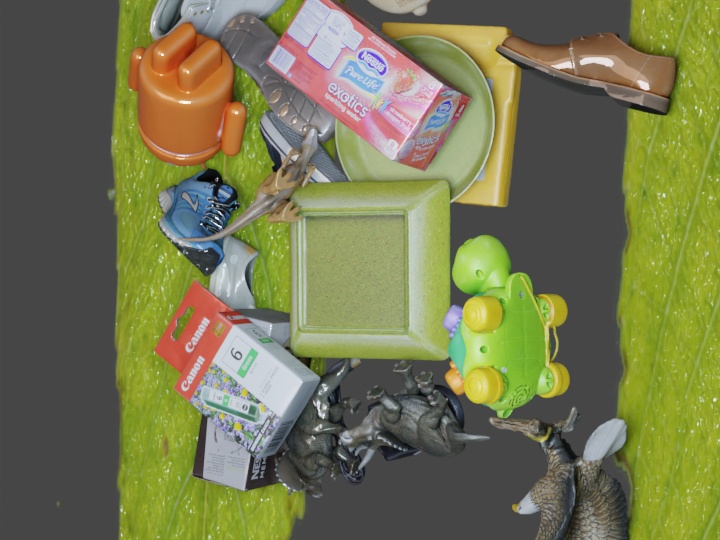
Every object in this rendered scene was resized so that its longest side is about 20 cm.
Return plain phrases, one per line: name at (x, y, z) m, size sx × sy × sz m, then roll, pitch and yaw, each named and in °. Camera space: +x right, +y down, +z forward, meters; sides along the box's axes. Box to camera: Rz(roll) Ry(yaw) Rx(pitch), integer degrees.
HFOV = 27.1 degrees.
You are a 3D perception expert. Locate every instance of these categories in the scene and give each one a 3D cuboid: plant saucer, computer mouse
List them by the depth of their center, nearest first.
plant saucer at (0.000, 0.000, 1.669) m, size 0.199 × 0.048 × 0.201 m, roll 0°, pitch 91°, yaw 24°
plant saucer at (0.065, -0.163, 1.686) m, size 0.199 × 0.031 × 0.202 m, roll 0°, pitch 89°, yaw 28°
computer mouse at (0.037, 0.153, 1.728) m, size 0.199 × 0.046 × 0.141 m, roll -29°, pitch 81°, yaw 37°

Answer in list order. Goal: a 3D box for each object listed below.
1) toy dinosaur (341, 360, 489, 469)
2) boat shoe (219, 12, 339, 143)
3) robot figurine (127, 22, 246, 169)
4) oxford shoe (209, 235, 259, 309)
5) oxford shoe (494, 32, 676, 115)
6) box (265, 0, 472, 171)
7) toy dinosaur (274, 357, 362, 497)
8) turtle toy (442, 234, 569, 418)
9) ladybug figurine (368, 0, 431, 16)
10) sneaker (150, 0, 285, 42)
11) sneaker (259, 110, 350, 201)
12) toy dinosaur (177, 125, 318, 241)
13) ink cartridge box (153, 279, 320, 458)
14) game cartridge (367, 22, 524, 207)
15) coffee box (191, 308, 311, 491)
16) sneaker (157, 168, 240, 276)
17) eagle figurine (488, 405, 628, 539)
toy dinosaur at (0.070, 0.163, 1.620) m, size 0.199 × 0.077 × 0.103 m, roll 4°, pitch 130°, yaw 35°
boat shoe at (-0.087, -0.226, 1.778) m, size 0.076 × 0.072 × 0.200 m, roll -39°, pitch 67°, yaw 4°
robot figurine at (-0.209, -0.203, 1.790) m, size 0.143 × 0.200 × 0.117 m, roll 2°, pitch 58°, yaw -8°
oxford shoe at (-0.157, 0.059, 1.819) m, size 0.057 × 0.075 × 0.202 m, roll 8°, pitch 95°, yaw 2°
oxford shoe at (0.244, -0.226, 1.607) m, size 0.199 × 0.071 × 0.072 m, roll 18°, pitch 93°, yaw 15°
box at (0.010, -0.210, 1.644) m, size 0.200 × 0.095 × 0.103 m, roll 39°, pitch 102°, yaw 23°
toy dinosaur at (-0.053, 0.185, 1.725) m, size 0.102 × 0.077 × 0.202 m, roll 11°, pitch 108°, yaw 29°
turtle toy at (0.147, 0.061, 1.627) m, size 0.101 × 0.145 × 0.202 m, roll -4°, pitch 87°, yaw 48°
ladybug figurine at (0.043, -0.382, 1.707) m, size 0.135 × 0.072 × 0.201 m, roll -19°, pitch 81°, yaw 26°
sneaker at (-0.164, -0.333, 1.794) m, size 0.200 × 0.115 × 0.074 m, roll -41°, pitch 70°, yaw 20°
sneaker at (-0.065, -0.101, 1.761) m, size 0.200 × 0.078 × 0.080 m, roll 48°, pitch 116°, yaw 24°
toy dinosaur at (-0.104, -0.077, 1.682) m, size 0.200 × 0.106 × 0.061 m, roll -43°, pitch 106°, yaw -10°
ink cartridge box at (-0.153, 0.109, 1.695) m, size 0.200 × 0.050 × 0.109 m, roll 37°, pitch 106°, yaw 20°
game cartridge at (0.094, -0.179, 1.703) m, size 0.175 × 0.032 × 0.202 m, roll 7°, pitch 94°, yaw 28°
coffee box at (-0.125, 0.151, 1.773) m, size 0.079 × 0.113 × 0.202 m, roll 12°, pitch 95°, yaw 27°
sneaker at (-0.189, -0.070, 1.786) m, size 0.090 × 0.078 × 0.200 m, roll -39°, pitch 31°, yaw 9°
eagle figurine at (0.214, 0.256, 1.582) m, size 0.150 × 0.151 × 0.201 m, roll -6°, pitch 70°, yaw -8°
